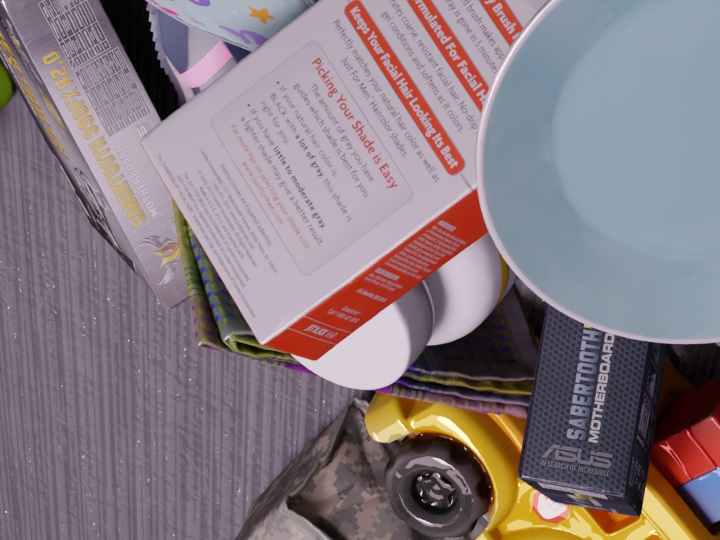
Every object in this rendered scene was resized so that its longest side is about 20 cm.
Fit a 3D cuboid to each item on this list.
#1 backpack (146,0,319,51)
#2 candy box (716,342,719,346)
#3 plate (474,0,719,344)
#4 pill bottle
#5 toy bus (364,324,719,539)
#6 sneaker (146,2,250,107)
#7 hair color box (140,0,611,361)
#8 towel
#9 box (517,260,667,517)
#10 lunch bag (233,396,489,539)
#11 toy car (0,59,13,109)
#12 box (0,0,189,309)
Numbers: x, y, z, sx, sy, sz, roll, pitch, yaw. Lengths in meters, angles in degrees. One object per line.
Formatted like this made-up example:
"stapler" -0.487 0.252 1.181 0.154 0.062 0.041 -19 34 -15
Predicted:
"backpack" -0.037 -0.181 1.025 0.177 0.151 0.200 23 170 31
"candy box" 0.281 0.014 1.019 0.168 0.072 0.200 38 141 4
"plate" 0.142 -0.056 0.884 0.199 0.026 0.201 -4 127 -5
"pill bottle" 0.037 -0.038 1.073 0.112 0.200 0.113 23 138 22
"toy bus" 0.131 0.094 1.191 0.200 0.136 0.192 50 128 -6
"sneaker" -0.058 -0.110 1.206 0.082 0.070 0.201 3 134 19
"hair color box" 0.020 -0.065 0.946 0.200 0.064 0.111 -36 71 13
"towel" 0.000 0.000 1.130 0.199 0.144 0.023 13 134 -29
"box" 0.115 0.028 1.035 0.051 0.159 0.200 9 174 10
"lunch bag" 0.020 0.202 1.391 0.200 0.118 0.164 37 142 -4
"toy car" -0.332 -0.076 1.396 0.158 0.164 0.200 43 152 -2
"box" -0.152 -0.092 1.246 0.201 0.048 0.158 64 170 -27
